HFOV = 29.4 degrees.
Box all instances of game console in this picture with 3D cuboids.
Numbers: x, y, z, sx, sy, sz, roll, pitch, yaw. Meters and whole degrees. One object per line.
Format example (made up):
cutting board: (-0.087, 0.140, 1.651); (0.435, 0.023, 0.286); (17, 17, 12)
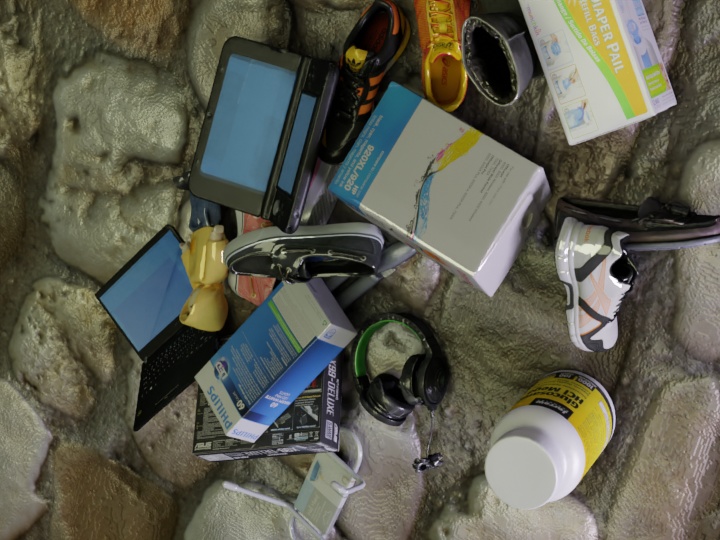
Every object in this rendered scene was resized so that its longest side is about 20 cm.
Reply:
game console: (-0.117, -0.161, 1.605); (0.115, 0.176, 0.202); (13, 97, -16)

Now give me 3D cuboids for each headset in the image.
headset: (0.052, 0.151, 1.699); (0.123, 0.094, 0.202); (-30, 78, 30)

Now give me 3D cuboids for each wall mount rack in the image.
wall mount rack: (-0.086, 0.281, 1.815); (0.173, 0.074, 0.201); (37, 116, 28)

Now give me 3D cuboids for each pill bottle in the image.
pill bottle: (0.214, 0.195, 1.569); (0.111, 0.200, 0.114); (7, 107, 24)

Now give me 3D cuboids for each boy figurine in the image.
boy figurine: (-0.205, -0.023, 1.765); (0.124, 0.064, 0.203); (-6, 83, 61)

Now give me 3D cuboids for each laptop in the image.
laptop: (-0.277, 0.076, 1.835); (0.103, 0.201, 0.177); (33, 124, -27)

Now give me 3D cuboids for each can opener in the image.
can opener: (0.000, 0.000, 1.704); (0.200, 0.066, 0.053); (-39, 87, 34)

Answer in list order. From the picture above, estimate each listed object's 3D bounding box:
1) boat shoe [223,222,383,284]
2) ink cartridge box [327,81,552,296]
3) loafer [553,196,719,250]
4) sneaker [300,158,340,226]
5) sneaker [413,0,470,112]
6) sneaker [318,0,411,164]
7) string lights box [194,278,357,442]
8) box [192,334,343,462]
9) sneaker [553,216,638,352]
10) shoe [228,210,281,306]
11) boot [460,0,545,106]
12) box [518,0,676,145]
boat shoe: (-0.070, -0.015, 1.641); (0.198, 0.057, 0.069); (-7, 145, 11)
ink cartridge box: (0.095, -0.089, 1.556); (0.199, 0.147, 0.145); (32, 89, 16)
loafer: (0.307, -0.055, 1.532); (0.198, 0.072, 0.064); (-3, 99, 30)
sneaker: (-0.075, -0.132, 1.691); (0.104, 0.075, 0.202); (22, 102, 17)
sneaker: (0.098, -0.279, 1.561); (0.072, 0.077, 0.202); (-9, 106, 0)
sneaker: (-0.008, -0.223, 1.592); (0.069, 0.090, 0.202); (25, 88, 14)
string lights box: (-0.107, 0.105, 1.699); (0.200, 0.059, 0.103); (-46, 54, 16)
box: (-0.120, 0.158, 1.768); (0.198, 0.050, 0.159); (-10, 66, 28)
sneaker: (0.270, 0.026, 1.527); (0.079, 0.074, 0.201); (7, 144, 25)
shoe: (-0.110, -0.043, 1.728); (0.091, 0.071, 0.202); (31, 122, 36)
boot: (0.143, -0.268, 1.477); (0.072, 0.200, 0.183); (-33, 88, 32)
box: (0.251, -0.252, 1.480); (0.101, 0.112, 0.202); (-18, 94, 28)
